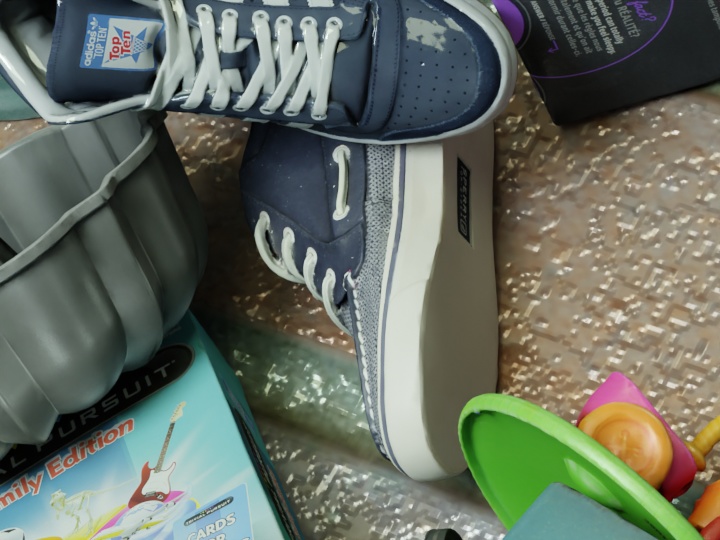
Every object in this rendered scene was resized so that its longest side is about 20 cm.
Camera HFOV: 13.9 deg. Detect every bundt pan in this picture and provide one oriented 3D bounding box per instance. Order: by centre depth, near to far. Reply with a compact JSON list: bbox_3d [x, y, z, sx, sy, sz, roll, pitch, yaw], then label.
[{"bbox_3d":[-0.145,0.018,1.156,0.202,0.076,0.202,-28,17,9],"label":"bundt pan"}]

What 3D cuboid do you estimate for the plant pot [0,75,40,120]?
[{"bbox_3d":[-0.161,-0.185,1.286,0.200,0.134,0.201,-10,59,17],"label":"plant pot"}]

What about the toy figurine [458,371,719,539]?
[{"bbox_3d":[0.168,0.059,1.039,0.200,0.150,0.184,43,73,12],"label":"toy figurine"}]

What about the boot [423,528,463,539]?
[{"bbox_3d":[-0.053,0.178,1.080,0.174,0.069,0.200,6,64,26],"label":"boot"}]

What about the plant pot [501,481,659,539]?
[{"bbox_3d":[0.056,0.204,0.941,0.141,0.141,0.200,29,55,31],"label":"plant pot"}]

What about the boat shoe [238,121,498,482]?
[{"bbox_3d":[0.000,0.000,1.164,0.093,0.075,0.200,-12,50,22],"label":"boat shoe"}]

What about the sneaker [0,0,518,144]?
[{"bbox_3d":[-0.048,-0.083,1.106,0.200,0.108,0.070,14,106,18],"label":"sneaker"}]

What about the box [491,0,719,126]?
[{"bbox_3d":[0.147,-0.154,1.154,0.200,0.122,0.106,-15,57,12],"label":"box"}]

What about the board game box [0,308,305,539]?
[{"bbox_3d":[-0.097,0.116,1.101,0.151,0.047,0.200,-32,34,2],"label":"board game box"}]
